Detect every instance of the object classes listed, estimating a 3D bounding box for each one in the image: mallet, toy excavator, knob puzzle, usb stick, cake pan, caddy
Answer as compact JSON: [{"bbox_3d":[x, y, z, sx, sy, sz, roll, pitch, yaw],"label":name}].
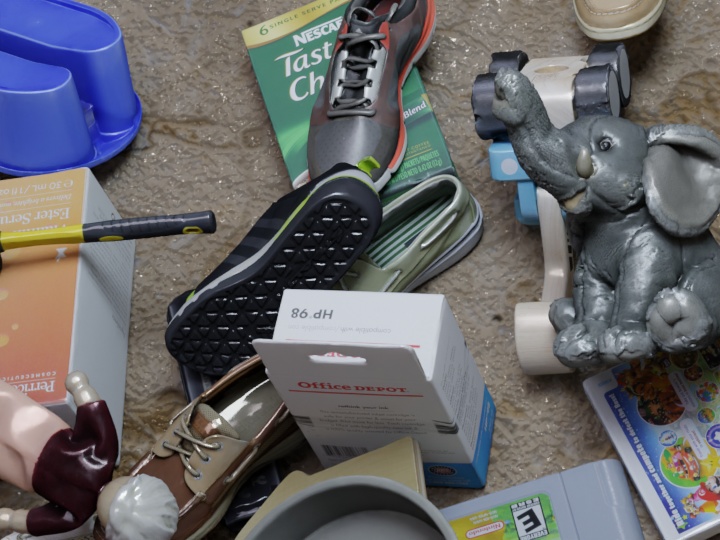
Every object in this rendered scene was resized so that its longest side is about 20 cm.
[{"bbox_3d":[-0.204,-0.031,1.739,0.200,0.066,0.041,-10,55,11],"label":"mallet"},{"bbox_3d":[0.141,-0.046,1.757,0.100,0.200,0.194,-4,17,16],"label":"toy excavator"},{"bbox_3d":[-0.027,0.227,1.651,0.220,0.030,0.220,-17,61,33],"label":"knob puzzle"},{"bbox_3d":[-0.096,0.096,1.778,0.055,0.033,0.200,-16,56,-2],"label":"usb stick"},{"bbox_3d":[-0.008,0.231,1.580,0.200,0.037,0.200,-15,61,29],"label":"cake pan"},{"bbox_3d":[-0.266,-0.141,1.936,0.200,0.105,0.141,20,44,27],"label":"caddy"}]

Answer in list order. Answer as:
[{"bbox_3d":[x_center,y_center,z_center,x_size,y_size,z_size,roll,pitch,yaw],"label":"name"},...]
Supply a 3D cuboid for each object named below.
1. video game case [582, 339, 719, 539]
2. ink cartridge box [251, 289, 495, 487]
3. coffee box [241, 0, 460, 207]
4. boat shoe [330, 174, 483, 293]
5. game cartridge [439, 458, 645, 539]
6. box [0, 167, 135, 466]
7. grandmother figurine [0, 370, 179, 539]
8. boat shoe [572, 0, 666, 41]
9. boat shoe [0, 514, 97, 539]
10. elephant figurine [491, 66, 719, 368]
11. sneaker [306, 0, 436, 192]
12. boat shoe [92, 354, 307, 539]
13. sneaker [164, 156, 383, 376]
[{"bbox_3d":[0.269,0.090,1.669,0.200,0.018,0.143,-25,56,-1],"label":"video game case"},{"bbox_3d":[0.012,0.071,1.657,0.116,0.200,0.067,2,59,18],"label":"ink cartridge box"},{"bbox_3d":[-0.009,-0.121,1.875,0.123,0.044,0.200,-21,56,5],"label":"coffee box"},{"bbox_3d":[0.000,0.000,1.787,0.200,0.062,0.072,-40,56,-7],"label":"boat shoe"},{"bbox_3d":[0.096,0.213,1.645,0.200,0.040,0.133,-19,60,6],"label":"game cartridge"},{"bbox_3d":[-0.258,0.042,1.816,0.152,0.106,0.200,-8,57,13],"label":"box"},{"bbox_3d":[-0.204,0.126,1.661,0.200,0.061,0.121,30,111,23],"label":"grandmother figurine"},{"bbox_3d":[0.190,-0.247,1.841,0.074,0.069,0.200,-7,39,13],"label":"boat shoe"},{"bbox_3d":[-0.213,0.200,1.731,0.200,0.071,0.069,-9,57,2],"label":"boat shoe"},{"bbox_3d":[0.178,-0.043,1.631,0.141,0.155,0.200,-10,90,12],"label":"elephant figurine"},{"bbox_3d":[-0.002,-0.145,1.811,0.077,0.082,0.200,5,61,18],"label":"sneaker"},{"bbox_3d":[-0.107,0.120,1.697,0.076,0.072,0.200,35,64,25],"label":"boat shoe"},{"bbox_3d":[-0.055,-0.003,1.760,0.200,0.072,0.083,-39,21,17],"label":"sneaker"}]
